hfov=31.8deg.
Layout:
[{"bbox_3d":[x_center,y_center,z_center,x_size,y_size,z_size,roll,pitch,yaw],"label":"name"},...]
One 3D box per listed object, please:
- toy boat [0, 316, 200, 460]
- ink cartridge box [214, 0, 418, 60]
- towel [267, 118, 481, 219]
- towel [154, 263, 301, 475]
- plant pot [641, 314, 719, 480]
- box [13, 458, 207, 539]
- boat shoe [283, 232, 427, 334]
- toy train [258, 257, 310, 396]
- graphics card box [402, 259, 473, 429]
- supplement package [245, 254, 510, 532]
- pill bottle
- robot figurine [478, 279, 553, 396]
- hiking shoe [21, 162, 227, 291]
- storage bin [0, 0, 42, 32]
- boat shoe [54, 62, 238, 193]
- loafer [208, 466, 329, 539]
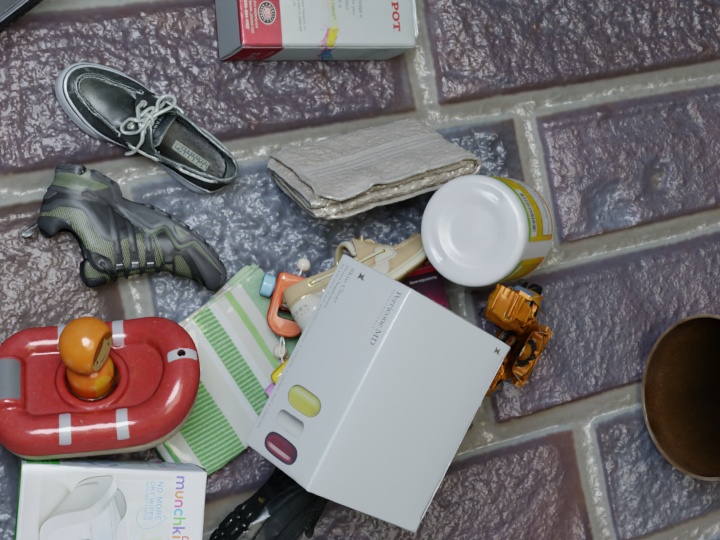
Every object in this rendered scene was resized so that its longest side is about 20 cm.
[{"bbox_3d":[-0.247,0.091,1.166,0.197,0.131,0.132,-5,56,-11],"label":"toy boat"},{"bbox_3d":[-0.049,-0.298,1.328,0.197,0.083,0.148,-4,89,-24],"label":"ink cartridge box"},{"bbox_3d":[0.011,-0.112,1.324,0.198,0.132,0.035,-18,125,-24],"label":"towel"},{"bbox_3d":[-0.143,0.109,1.301,0.199,0.023,0.153,-38,103,-22],"label":"towel"},{"bbox_3d":[0.470,0.148,1.505,0.198,0.186,0.190,2,86,-38],"label":"plant pot"},{"bbox_3d":[-0.242,0.283,1.199,0.174,0.097,0.203,6,85,-15],"label":"box"},{"bbox_3d":[0.000,0.000,1.276,0.069,0.074,0.199,51,46,5],"label":"boat shoe"},{"bbox_3d":[-0.021,0.082,1.294,0.198,0.056,0.152,21,88,-8],"label":"toy train"},{"bbox_3d":[0.041,0.088,1.368,0.124,0.051,0.203,-12,93,-23],"label":"graphics card box"},{"bbox_3d":[0.018,0.116,1.184,0.155,0.110,0.202,29,87,-41],"label":"supplement package"},{"bbox_3d":[0.144,-0.043,1.341,0.110,0.200,0.113,1,93,20],"label":"pill bottle"},{"bbox_3d":[0.157,0.079,1.352,0.058,0.200,0.146,29,91,19],"label":"robot figurine"},{"bbox_3d":[-0.230,-0.020,1.248,0.199,0.076,0.101,31,84,-11],"label":"hiking shoe"},{"bbox_3d":[-0.337,-0.322,1.195,0.200,0.094,0.136,-44,104,-20],"label":"storage bin"},{"bbox_3d":[-0.209,-0.142,1.256,0.199,0.068,0.074,38,73,-18],"label":"boat shoe"},{"bbox_3d":[-0.068,0.240,1.291,0.200,0.068,0.070,-44,122,-1],"label":"loafer"}]
